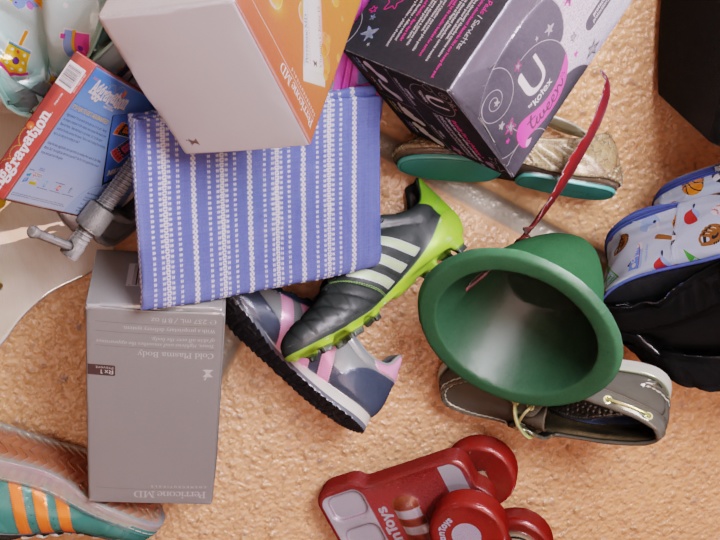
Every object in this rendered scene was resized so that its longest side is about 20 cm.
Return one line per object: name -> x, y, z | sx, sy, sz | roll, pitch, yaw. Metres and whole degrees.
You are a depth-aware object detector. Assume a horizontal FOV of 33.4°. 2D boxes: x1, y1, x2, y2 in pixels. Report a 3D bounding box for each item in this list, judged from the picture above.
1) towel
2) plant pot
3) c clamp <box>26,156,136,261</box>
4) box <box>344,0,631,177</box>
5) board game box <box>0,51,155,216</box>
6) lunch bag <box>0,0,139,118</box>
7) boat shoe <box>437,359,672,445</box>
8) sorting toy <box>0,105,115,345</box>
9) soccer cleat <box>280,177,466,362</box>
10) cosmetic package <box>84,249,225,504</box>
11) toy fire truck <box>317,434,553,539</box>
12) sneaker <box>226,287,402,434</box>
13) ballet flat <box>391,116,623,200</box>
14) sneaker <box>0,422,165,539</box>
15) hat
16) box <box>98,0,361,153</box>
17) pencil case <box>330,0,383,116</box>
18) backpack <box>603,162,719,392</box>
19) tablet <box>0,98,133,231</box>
towel -> -0.071, -0.056, 0.876 | 0.200, 0.024, 0.145 | -11, 110, -28
plant pot -> 0.346, -0.189, 0.953 | 0.199, 0.200, 0.177 | 10, 116, -13
c clamp -> -0.152, -0.083, 0.885 | 0.027, 0.171, 0.200 | 36, 83, 7
box -> 0.106, -0.195, 0.895 | 0.200, 0.115, 0.132 | -55, 142, -5
board game box -> -0.185, -0.086, 0.835 | 0.019, 0.200, 0.103 | 37, 92, 7
lunch bag -> -0.184, -0.203, 0.844 | 0.122, 0.170, 0.200 | 12, 102, 8
boat shoe -> 0.161, 0.110, 1.023 | 0.202, 0.060, 0.072 | 3, 132, 14
sorting toy -> -0.279, -0.046, 0.907 | 0.180, 0.107, 0.200 | -17, 115, -25
soccer cleat -> 0.000, 0.000, 0.971 | 0.200, 0.068, 0.081 | -38, 89, -29
cosmetic package -> -0.162, 0.087, 0.949 | 0.107, 0.090, 0.200 | 1, 121, -7
toy fire truck -> 0.073, 0.251, 1.067 | 0.168, 0.112, 0.200 | -20, 109, 21
sneaker -> -0.050, 0.045, 1.009 | 0.200, 0.070, 0.082 | 45, 70, -16
ballet flat -> 0.123, -0.103, 1.001 | 0.200, 0.071, 0.065 | 8, 77, -15
sneaker -> -0.266, 0.190, 1.001 | 0.200, 0.071, 0.080 | 25, 111, -16
hat -> 0.162, -0.011, 0.986 | 0.166, 0.200, 0.176 | 42, 50, -12
box -> -0.072, -0.193, 0.792 | 0.097, 0.200, 0.124 | -1, 142, 24
pencil case -> -0.015, -0.155, 0.941 | 0.088, 0.088, 0.200 | 6, 102, -12
backpack -> 0.296, 0.005, 0.991 | 0.190, 0.154, 0.200 | -18, 131, 31
tablet -> -0.237, -0.091, 0.955 | 0.200, 0.014, 0.130 | -7, 106, -8
